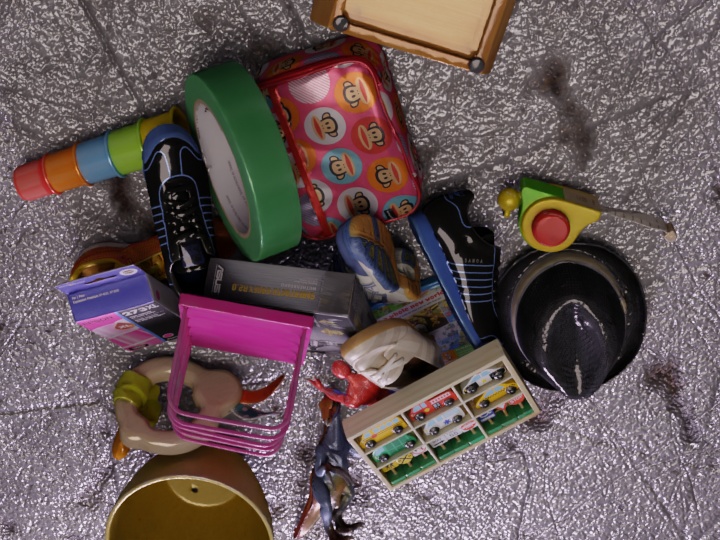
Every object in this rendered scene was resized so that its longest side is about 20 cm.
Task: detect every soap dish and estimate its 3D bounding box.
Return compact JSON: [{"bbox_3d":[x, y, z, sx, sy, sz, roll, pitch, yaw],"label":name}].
[{"bbox_3d":[0.063,-0.288,1.450,0.198,0.081,0.159,15,119,-7],"label":"soap dish"}]

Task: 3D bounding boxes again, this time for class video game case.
[{"bbox_3d":[0.078,0.108,1.709,0.142,0.018,0.201,-20,117,14],"label":"video game case"}]

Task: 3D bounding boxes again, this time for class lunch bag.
[{"bbox_3d":[-0.037,-0.136,1.544,0.174,0.082,0.201,-14,119,15],"label":"lunch bag"}]

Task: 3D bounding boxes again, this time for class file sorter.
[{"bbox_3d":[-0.132,0.118,1.546,0.137,0.200,0.127,11,75,-2],"label":"file sorter"}]

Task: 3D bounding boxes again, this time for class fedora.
[{"bbox_3d":[0.237,0.072,1.637,0.198,0.092,0.203,1,119,2],"label":"fedora"}]

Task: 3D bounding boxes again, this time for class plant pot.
[{"bbox_3d":[-0.196,0.282,1.745,0.197,0.142,0.202,1,120,1],"label":"plant pot"}]

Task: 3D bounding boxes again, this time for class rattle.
[{"bbox_3d":[-0.191,0.181,1.724,0.198,0.131,0.144,-7,127,-16],"label":"rattle"}]

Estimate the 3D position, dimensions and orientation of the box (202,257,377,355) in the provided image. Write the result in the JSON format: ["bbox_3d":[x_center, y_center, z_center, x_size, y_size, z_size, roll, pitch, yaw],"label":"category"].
[{"bbox_3d":[-0.071,0.045,1.579,0.156,0.200,0.049,7,75,9],"label":"box"}]

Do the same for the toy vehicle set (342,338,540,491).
[{"bbox_3d":[0.092,0.164,1.630,0.199,0.027,0.124,-29,136,8],"label":"toy vehicle set"}]

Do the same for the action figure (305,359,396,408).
[{"bbox_3d":[0.018,0.147,1.684,0.066,0.099,0.200,-54,131,-6],"label":"action figure"}]

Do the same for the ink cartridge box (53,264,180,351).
[{"bbox_3d":[-0.252,0.043,1.605,0.094,0.037,0.200,-15,160,10],"label":"ink cartridge box"}]

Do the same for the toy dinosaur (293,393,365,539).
[{"bbox_3d":[-0.045,0.237,1.749,0.198,0.105,0.183,-13,94,31],"label":"toy dinosaur"}]

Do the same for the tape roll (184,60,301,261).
[{"bbox_3d":[-0.121,-0.111,1.489,0.048,0.200,0.202,-21,120,-15],"label":"tape roll"}]

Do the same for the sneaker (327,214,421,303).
[{"bbox_3d":[0.000,0.000,1.571,0.087,0.076,0.200,-9,159,16],"label":"sneaker"}]

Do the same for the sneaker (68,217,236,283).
[{"bbox_3d":[-0.228,-0.005,1.624,0.198,0.077,0.074,-17,116,10],"label":"sneaker"}]

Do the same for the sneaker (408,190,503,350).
[{"bbox_3d":[0.126,0.007,1.605,0.077,0.070,0.201,-28,113,-1],"label":"sneaker"}]

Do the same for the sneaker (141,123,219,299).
[{"bbox_3d":[-0.182,-0.052,1.529,0.069,0.078,0.202,-15,124,-11],"label":"sneaker"}]

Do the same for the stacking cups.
[{"bbox_3d":[-0.280,-0.124,1.577,0.198,0.061,0.061,-13,118,15],"label":"stacking cups"}]

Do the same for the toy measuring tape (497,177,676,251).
[{"bbox_3d":[0.241,-0.046,1.587,0.198,0.074,0.074,16,119,-6],"label":"toy measuring tape"}]

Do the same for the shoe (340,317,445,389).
[{"bbox_3d":[0.045,0.096,1.592,0.070,0.199,0.054,-41,66,18],"label":"shoe"}]
